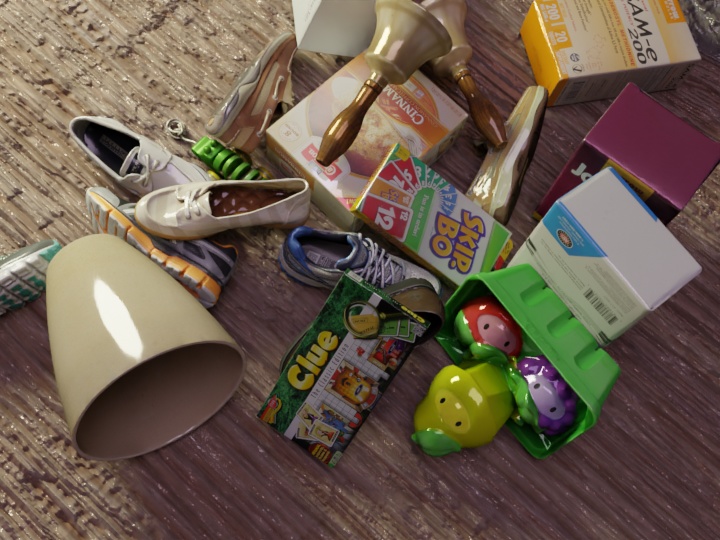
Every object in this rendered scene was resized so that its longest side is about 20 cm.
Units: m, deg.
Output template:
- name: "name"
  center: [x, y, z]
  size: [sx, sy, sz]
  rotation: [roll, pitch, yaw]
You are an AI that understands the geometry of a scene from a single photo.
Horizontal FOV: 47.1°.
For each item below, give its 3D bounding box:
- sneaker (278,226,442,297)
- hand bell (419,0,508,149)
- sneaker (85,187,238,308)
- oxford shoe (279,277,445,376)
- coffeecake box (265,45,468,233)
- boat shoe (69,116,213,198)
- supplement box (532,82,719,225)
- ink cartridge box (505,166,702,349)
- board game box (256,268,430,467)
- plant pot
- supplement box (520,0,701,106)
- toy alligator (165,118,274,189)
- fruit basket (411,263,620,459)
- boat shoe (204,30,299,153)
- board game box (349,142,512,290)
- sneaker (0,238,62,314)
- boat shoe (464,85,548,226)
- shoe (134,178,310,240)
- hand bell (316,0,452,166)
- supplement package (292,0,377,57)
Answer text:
- name: "sneaker"
  center: [0.000, 0.000, 0.953]
  size: [0.199, 0.085, 0.077]
  rotation: [15, 69, 0]
- name: "hand bell"
  center: [0.131, -0.236, 1.032]
  size: [0.104, 0.104, 0.200]
  rotation: [-21, 68, -13]
- name: "sneaker"
  center: [-0.231, -0.037, 0.957]
  size: [0.200, 0.078, 0.077]
  rotation: [35, 58, 4]
- name: "oxford shoe"
  center: [0.001, 0.078, 0.908]
  size: [0.200, 0.084, 0.073]
  rotation: [-30, 118, 2]
- name: "coffeecake box"
  center: [0.006, -0.166, 1.021]
  size: [0.154, 0.073, 0.200]
  rotation: [44, 73, 10]
- name: "boat shoe"
  center: [-0.256, -0.123, 0.973]
  size: [0.200, 0.066, 0.072]
  rotation: [38, 97, 9]
- name: "supplement box"
  center: [0.303, -0.098, 0.957]
  size: [0.131, 0.200, 0.103]
  rotation: [39, 71, 10]
- name: "ink cartridge box"
  center: [0.257, 0.003, 0.916]
  size: [0.084, 0.200, 0.146]
  rotation: [-34, 76, -18]
- name: "board game box"
  center: [-0.022, 0.107, 0.877]
  size: [0.105, 0.023, 0.200]
  rotation: [34, 111, 6]
- name: "plant pot"
  center: [-0.249, 0.062, 0.871]
  size: [0.187, 0.188, 0.200]
  rotation: [-29, 63, -15]
- name: "supplement box"
  center: [0.331, -0.302, 1.101]
  size: [0.199, 0.074, 0.126]
  rotation: [-10, 72, -9]
- name: "toy alligator"
  center: [-0.167, -0.132, 1.002]
  size: [0.200, 0.054, 0.059]
  rotation: [41, 71, 10]
- name: "fruit basket"
  center: [0.148, 0.118, 0.901]
  size: [0.215, 0.156, 0.216]
  rotation: [10, 57, -15]
- name: "boat shoe"
  center: [-0.121, -0.221, 1.033]
  size: [0.072, 0.076, 0.200]
  rotation: [39, 56, -18]
- name: "board game box"
  center: [0.092, -0.052, 0.971]
  size: [0.200, 0.030, 0.096]
  rotation: [36, 76, -18]
- name: "sneaker"
  center: [-0.431, 0.012, 0.917]
  size: [0.200, 0.078, 0.091]
  rotation: [-34, 72, -17]
- name: "boat shoe"
  center: [0.178, -0.154, 1.040]
  size: [0.076, 0.072, 0.200]
  rotation: [17, 67, 18]
- name: "shoe"
  center: [-0.151, -0.078, 0.927]
  size: [0.199, 0.053, 0.070]
  rotation: [-5, 64, -17]
- name: "hand bell"
  center: [0.011, -0.205, 0.955]
  size: [0.104, 0.104, 0.200]
  rotation: [31, 82, 7]
- name: "supplement package"
  center: [-0.020, -0.393, 1.064]
  size: [0.117, 0.117, 0.201]
  rotation: [2, 66, -24]
